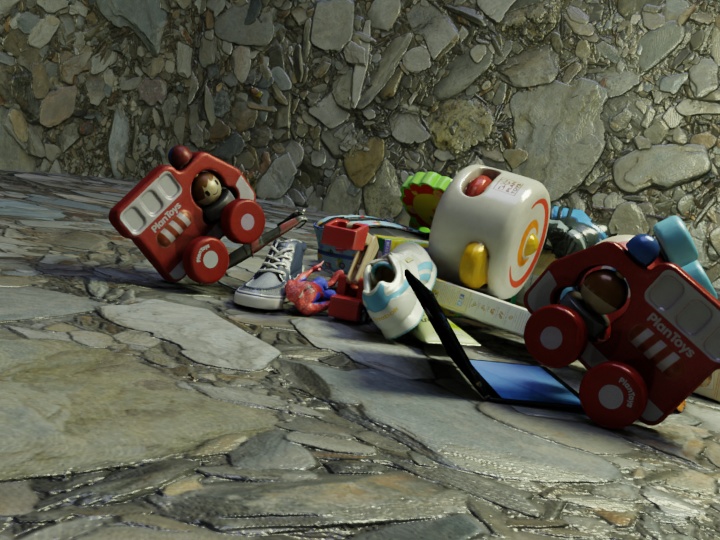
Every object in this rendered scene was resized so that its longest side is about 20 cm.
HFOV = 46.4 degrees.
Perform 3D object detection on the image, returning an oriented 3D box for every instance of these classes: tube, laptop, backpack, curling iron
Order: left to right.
[{"bbox_3d":[-0.164,-0.034,1.289,0.199,0.026,0.050,-34,-4,-10],"label":"curling iron"},{"bbox_3d":[0.017,-0.024,1.428,0.199,0.136,0.182,5,9,-36],"label":"backpack"},{"bbox_3d":[0.087,0.070,1.145,0.058,0.052,0.200,-36,22,-8],"label":"tube"},{"bbox_3d":[0.149,0.074,0.949,0.103,0.201,0.177,-30,9,-1],"label":"laptop"}]

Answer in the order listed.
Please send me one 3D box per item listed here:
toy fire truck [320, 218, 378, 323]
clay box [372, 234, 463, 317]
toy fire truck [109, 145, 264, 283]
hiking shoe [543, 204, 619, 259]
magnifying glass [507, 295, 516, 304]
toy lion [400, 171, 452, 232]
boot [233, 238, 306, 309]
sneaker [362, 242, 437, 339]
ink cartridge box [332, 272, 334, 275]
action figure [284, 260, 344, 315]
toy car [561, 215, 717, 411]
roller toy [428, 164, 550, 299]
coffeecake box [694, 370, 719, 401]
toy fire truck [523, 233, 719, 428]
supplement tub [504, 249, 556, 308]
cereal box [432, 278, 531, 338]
[{"bbox_3d":[0.000,0.000,1.192,0.048,0.142,0.200,12,8,21],"label":"toy fire truck"},{"bbox_3d":[0.107,0.011,1.353,0.199,0.116,0.048,5,9,-27],"label":"clay box"},{"bbox_3d":[-0.247,-0.087,1.225,0.112,0.200,0.168,10,-38,47],"label":"toy fire truck"},{"bbox_3d":[0.316,-0.070,1.346,0.086,0.075,0.200,-17,33,-19],"label":"hiking shoe"},{"bbox_3d":[0.215,-0.015,1.361,0.079,0.202,0.022,0,-3,40],"label":"magnifying glass"},{"bbox_3d":[0.143,-0.087,1.456,0.191,0.069,0.200,38,-24,-7],"label":"toy lion"},{"bbox_3d":[-0.129,0.001,1.225,0.072,0.091,0.200,10,7,8],"label":"boot"},{"bbox_3d":[0.051,0.006,1.147,0.076,0.081,0.200,-27,22,22],"label":"sneaker"},{"bbox_3d":[0.020,-0.030,1.690,0.144,0.084,0.200,9,7,-2],"label":"ink cartridge box"},{"bbox_3d":[-0.059,0.028,1.225,0.066,0.052,0.200,52,20,10],"label":"action figure"},{"bbox_3d":[0.348,0.073,1.010,0.177,0.184,0.201,49,21,-38],"label":"toy car"},{"bbox_3d":[0.198,-0.056,1.248,0.139,0.184,0.200,20,0,27],"label":"roller toy"},{"bbox_3d":[0.450,0.114,1.159,0.153,0.074,0.199,2,9,-38],"label":"coffeecake box"},{"bbox_3d":[0.278,0.056,0.876,0.200,0.168,0.112,48,24,22],"label":"toy fire truck"},{"bbox_3d":[0.317,0.025,1.392,0.144,0.146,0.200,4,9,-37],"label":"supplement tub"},{"bbox_3d":[0.202,0.065,1.191,0.199,0.040,0.144,21,-1,32],"label":"cereal box"}]
